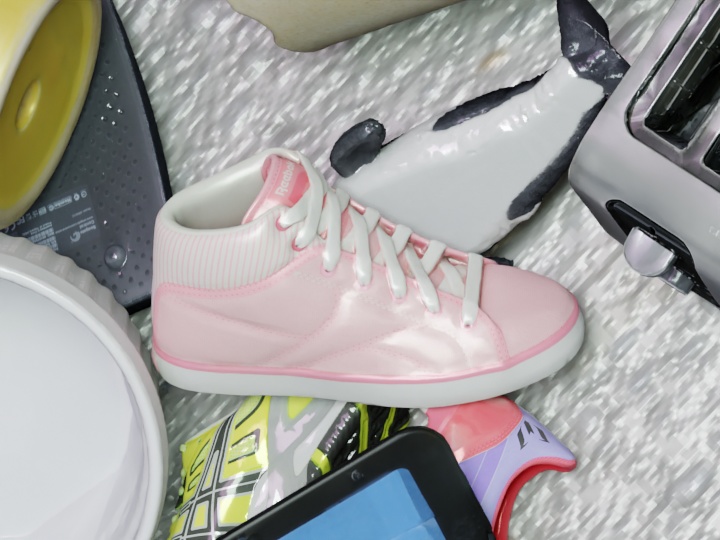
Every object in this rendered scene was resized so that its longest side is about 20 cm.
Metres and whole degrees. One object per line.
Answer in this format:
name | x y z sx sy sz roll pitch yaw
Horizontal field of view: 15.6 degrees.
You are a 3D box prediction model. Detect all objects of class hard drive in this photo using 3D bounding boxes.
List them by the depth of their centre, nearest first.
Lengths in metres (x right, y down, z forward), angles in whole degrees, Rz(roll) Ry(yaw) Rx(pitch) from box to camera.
hard drive | -0.162 -0.058 1.324 0.135 0.042 0.200 -23 71 16

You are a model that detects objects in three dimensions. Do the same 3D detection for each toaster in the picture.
toaster | 0.216 -0.053 1.131 0.181 0.119 0.200 36 93 23

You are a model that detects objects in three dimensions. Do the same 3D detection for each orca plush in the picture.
orca plush | 0.046 -0.062 1.223 0.105 0.071 0.200 28 124 -12

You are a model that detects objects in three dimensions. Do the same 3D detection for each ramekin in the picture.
ramekin | -0.185 0.075 1.234 0.200 0.105 0.201 1 106 2

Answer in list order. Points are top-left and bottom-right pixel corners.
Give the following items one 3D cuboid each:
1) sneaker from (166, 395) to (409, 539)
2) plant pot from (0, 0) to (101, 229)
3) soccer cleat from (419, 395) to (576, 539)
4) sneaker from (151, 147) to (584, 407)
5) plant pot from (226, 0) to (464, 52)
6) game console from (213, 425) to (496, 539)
sneaker | -0.058 0.120 1.235 0.076 0.075 0.200 31 81 32
plant pot | -0.234 -0.110 1.245 0.189 0.201 0.201 22 87 9
soccer cleat | 0.023 0.148 1.197 0.076 0.067 0.200 28 90 13
sneaker | 0.000 0.000 1.183 0.200 0.075 0.105 0 123 7
plant pot | 0.021 -0.197 1.215 0.183 0.200 0.201 -24 71 28
game console | -0.002 0.199 1.120 0.200 0.116 0.176 -30 53 -6
